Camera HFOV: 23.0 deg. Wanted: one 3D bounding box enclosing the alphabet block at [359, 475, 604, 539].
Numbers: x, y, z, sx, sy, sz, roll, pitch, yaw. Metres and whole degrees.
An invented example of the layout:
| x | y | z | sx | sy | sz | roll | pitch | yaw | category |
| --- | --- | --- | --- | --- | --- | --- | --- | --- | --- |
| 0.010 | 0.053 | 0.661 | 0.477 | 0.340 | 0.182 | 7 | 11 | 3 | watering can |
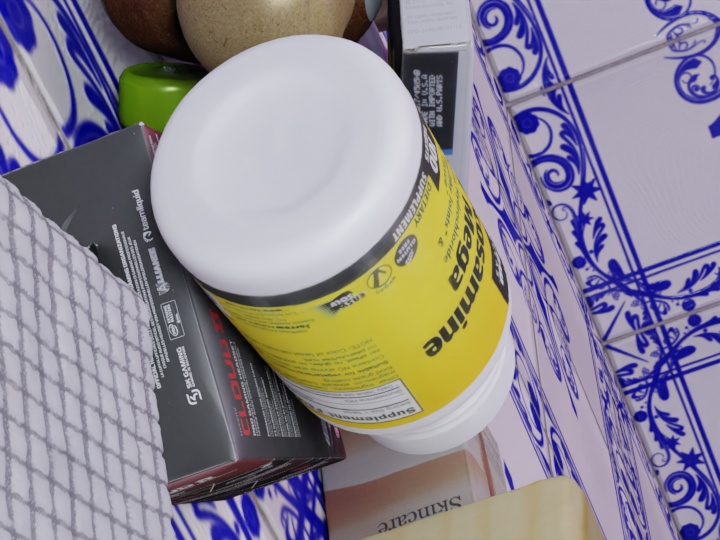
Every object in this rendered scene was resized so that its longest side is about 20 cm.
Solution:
| x | y | z | sx | sy | sz | roll | pitch | yaw | category |
| --- | --- | --- | --- | --- | --- | --- | --- | --- | --- |
| 0.035 | 0.233 | 0.727 | 0.200 | 0.193 | 0.198 | -74 | 144 | -72 | alphabet block |

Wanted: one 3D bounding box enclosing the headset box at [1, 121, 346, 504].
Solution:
| x | y | z | sx | sy | sz | roll | pitch | yaw | category |
| --- | --- | --- | --- | --- | --- | --- | --- | --- | --- |
| -0.083 | 0.026 | 0.798 | 0.200 | 0.074 | 0.150 | 24 | 48 | -74 | headset box |

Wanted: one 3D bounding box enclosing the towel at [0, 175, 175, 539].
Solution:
| x | y | z | sx | sy | sz | roll | pitch | yaw | category |
| --- | --- | --- | --- | --- | --- | --- | --- | --- | --- |
| -0.127 | 0.067 | 0.523 | 0.166 | 0.085 | 0.202 | 49 | 26 | -57 | towel |

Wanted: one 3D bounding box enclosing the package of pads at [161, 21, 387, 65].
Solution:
| x | y | z | sx | sy | sz | roll | pitch | yaw | category |
| --- | --- | --- | --- | --- | --- | --- | --- | --- | --- |
| -0.068 | -0.161 | 1.053 | 0.076 | 0.119 | 0.201 | -84 | 154 | -43 | package of pads |

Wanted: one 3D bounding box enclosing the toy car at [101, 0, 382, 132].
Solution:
| x | y | z | sx | sy | sz | roll | pitch | yaw | category |
| --- | --- | --- | --- | --- | --- | --- | --- | --- | --- |
| -0.033 | -0.137 | 0.877 | 0.200 | 0.156 | 0.166 | -145 | -126 | -58 | toy car |

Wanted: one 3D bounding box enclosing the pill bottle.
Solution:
| x | y | z | sx | sy | sz | roll | pitch | yaw | category |
| --- | --- | --- | --- | --- | --- | --- | --- | --- | --- |
| 0.000 | 0.000 | 0.755 | 0.200 | 0.111 | 0.113 | 54 | 20 | -54 | pill bottle |

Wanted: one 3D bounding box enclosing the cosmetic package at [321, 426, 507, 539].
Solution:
| x | y | z | sx | sy | sz | roll | pitch | yaw | category |
| --- | --- | --- | --- | --- | --- | --- | --- | --- | --- |
| 0.040 | 0.175 | 1.063 | 0.201 | 0.102 | 0.088 | -100 | 163 | -45 | cosmetic package |

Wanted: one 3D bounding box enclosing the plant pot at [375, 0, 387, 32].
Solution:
| x | y | z | sx | sy | sz | roll | pitch | yaw | category |
| --- | --- | --- | --- | --- | --- | --- | --- | --- | --- |
| -0.045 | -0.267 | 1.252 | 0.174 | 0.199 | 0.202 | -14 | 84 | -60 | plant pot |

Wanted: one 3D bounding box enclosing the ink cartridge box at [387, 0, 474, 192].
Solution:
| x | y | z | sx | sy | sz | roll | pitch | yaw | category |
| --- | --- | --- | --- | --- | --- | --- | --- | --- | --- |
| 0.035 | -0.120 | 0.979 | 0.199 | 0.046 | 0.202 | 88 | -1 | -50 | ink cartridge box |
